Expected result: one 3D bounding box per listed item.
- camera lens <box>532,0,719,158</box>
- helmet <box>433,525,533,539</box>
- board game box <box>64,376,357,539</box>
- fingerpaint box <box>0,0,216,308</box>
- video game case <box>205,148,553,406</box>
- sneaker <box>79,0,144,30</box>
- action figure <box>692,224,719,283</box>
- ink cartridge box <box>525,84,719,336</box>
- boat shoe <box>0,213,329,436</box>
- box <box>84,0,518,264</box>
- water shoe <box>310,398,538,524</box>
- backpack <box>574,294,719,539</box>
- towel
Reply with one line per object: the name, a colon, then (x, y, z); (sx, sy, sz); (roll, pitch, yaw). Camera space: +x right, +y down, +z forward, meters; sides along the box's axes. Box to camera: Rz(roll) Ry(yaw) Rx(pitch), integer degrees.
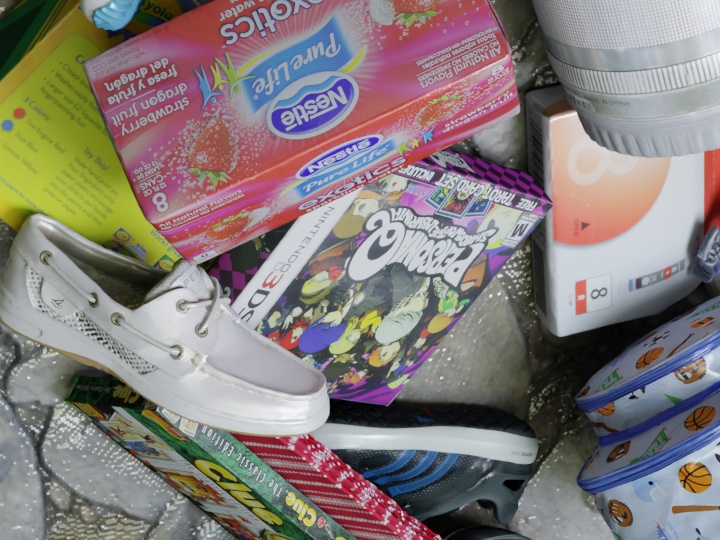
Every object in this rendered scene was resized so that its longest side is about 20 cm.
camera lens: (0.170, -0.187, 1.049); (0.159, 0.160, 0.201); (-23, 120, -5)
helmet: (0.079, 0.269, 1.246); (0.190, 0.200, 0.201); (-27, 124, -28)
board game box: (-0.088, 0.132, 1.170); (0.200, 0.104, 0.024); (44, 61, -32)
fingerpaint box: (-0.125, -0.077, 1.064); (0.167, 0.073, 0.200); (-43, 123, 8)
video game case: (0.000, 0.000, 1.111); (0.199, 0.036, 0.182); (13, 123, -50)
sneaker: (-0.144, -0.215, 0.942); (0.080, 0.202, 0.077); (-3, 161, -9)
action figure: (0.302, -0.056, 1.171); (0.200, 0.105, 0.193); (-46, 146, 0)
ink cartridge box: (0.208, -0.053, 1.199); (0.198, 0.050, 0.163); (-11, 120, -9)
boat shoe: (-0.104, 0.027, 1.009); (0.199, 0.071, 0.070); (22, 113, 2)
box: (-0.027, -0.093, 0.947); (0.199, 0.096, 0.100); (-25, 166, 2)
water shoe: (0.025, 0.131, 1.214); (0.198, 0.071, 0.080); (6, 102, -20)
backpack: (0.229, 0.105, 1.187); (0.200, 0.191, 0.154); (-38, 96, 31)
towel: (-0.043, 0.131, 1.174); (0.200, 0.144, 0.023); (42, 63, -30)
